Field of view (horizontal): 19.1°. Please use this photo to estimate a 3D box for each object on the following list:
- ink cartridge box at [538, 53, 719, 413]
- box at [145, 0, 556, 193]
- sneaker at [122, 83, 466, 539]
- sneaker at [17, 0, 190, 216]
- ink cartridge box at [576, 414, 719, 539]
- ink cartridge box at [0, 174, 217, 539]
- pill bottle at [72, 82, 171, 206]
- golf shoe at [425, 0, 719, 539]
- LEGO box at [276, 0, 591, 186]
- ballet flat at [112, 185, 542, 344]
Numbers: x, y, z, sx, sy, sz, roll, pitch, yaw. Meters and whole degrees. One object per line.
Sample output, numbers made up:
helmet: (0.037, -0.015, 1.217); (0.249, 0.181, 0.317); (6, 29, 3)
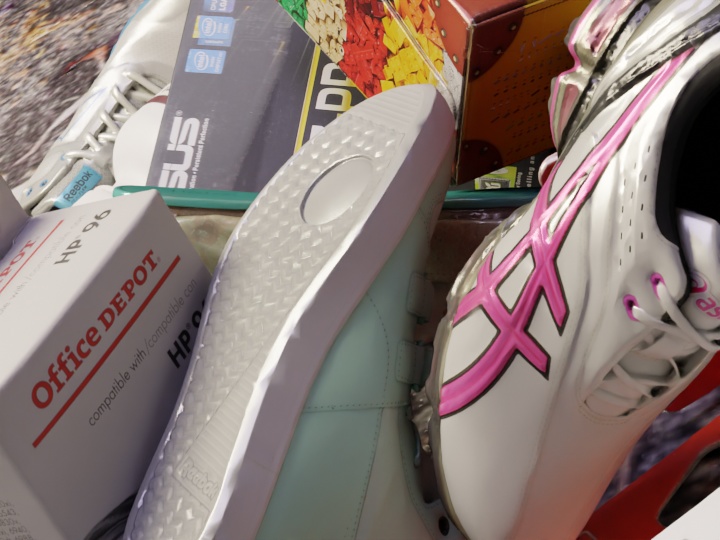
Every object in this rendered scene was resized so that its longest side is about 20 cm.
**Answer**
ink cartridge box: (0.155, -0.055, 0.743); (0.199, 0.117, 0.067); (-33, 26, -3)
box: (0.005, -0.075, 0.878); (0.160, 0.049, 0.201); (5, 59, 10)
sneaker: (0.004, 0.043, 0.721); (0.073, 0.118, 0.201); (-3, 56, 50)
sneaker: (-0.114, -0.049, 1.007); (0.201, 0.075, 0.087); (-60, -4, 11)
ink cartridge box: (0.133, 0.067, 0.637); (0.199, 0.044, 0.174); (-36, 27, -8)
ink cartridge box: (-0.088, 0.057, 0.720); (0.068, 0.201, 0.116); (-10, 33, 38)
pill bottle: (-0.036, -0.052, 0.960); (0.200, 0.113, 0.113); (-43, 27, -20)
golf shoe: (0.079, 0.005, 0.650); (0.092, 0.072, 0.201); (44, 117, 61)
LEGO box: (0.078, -0.134, 0.816); (0.199, 0.078, 0.149); (-22, 50, -24)
ballet flat: (0.000, 0.000, 0.782); (0.198, 0.063, 0.067); (0, 5, 7)
